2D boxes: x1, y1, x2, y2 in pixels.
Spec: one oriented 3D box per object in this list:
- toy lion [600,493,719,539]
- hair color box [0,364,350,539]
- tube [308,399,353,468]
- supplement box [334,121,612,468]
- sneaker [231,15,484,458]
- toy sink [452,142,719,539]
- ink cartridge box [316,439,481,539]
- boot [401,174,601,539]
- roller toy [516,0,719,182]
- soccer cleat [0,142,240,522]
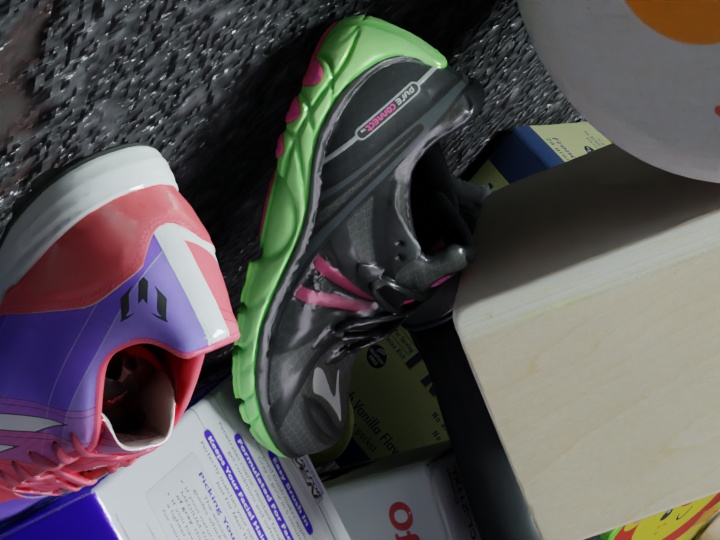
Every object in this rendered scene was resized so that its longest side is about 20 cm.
[{"bbox_3d":[0.152,0.133,1.182,0.199,0.069,0.192,-38,157,-13],"label":"toy lion"},{"bbox_3d":[-0.069,0.115,0.858,0.064,0.110,0.200,-26,-176,19],"label":"hair color box"},{"bbox_3d":[-0.065,0.082,1.023,0.052,0.058,0.200,-62,159,16],"label":"tube"},{"bbox_3d":[0.105,0.037,1.165,0.200,0.134,0.200,-50,162,24],"label":"supplement box"},{"bbox_3d":[0.000,0.000,0.857,0.077,0.083,0.201,-66,172,-53],"label":"sneaker"},{"bbox_3d":[0.123,0.018,0.910,0.129,0.113,0.200,-21,-168,11],"label":"toy sink"},{"bbox_3d":[-0.016,0.176,1.076,0.198,0.147,0.083,-16,180,27],"label":"ink cartridge box"},{"bbox_3d":[0.047,0.062,0.981,0.065,0.202,0.164,-18,174,26],"label":"boot"},{"bbox_3d":[0.158,-0.128,0.815,0.139,0.183,0.200,-18,150,-54],"label":"roller toy"},{"bbox_3d":[-0.095,0.043,0.707,0.068,0.073,0.200,-21,158,-36],"label":"soccer cleat"}]
